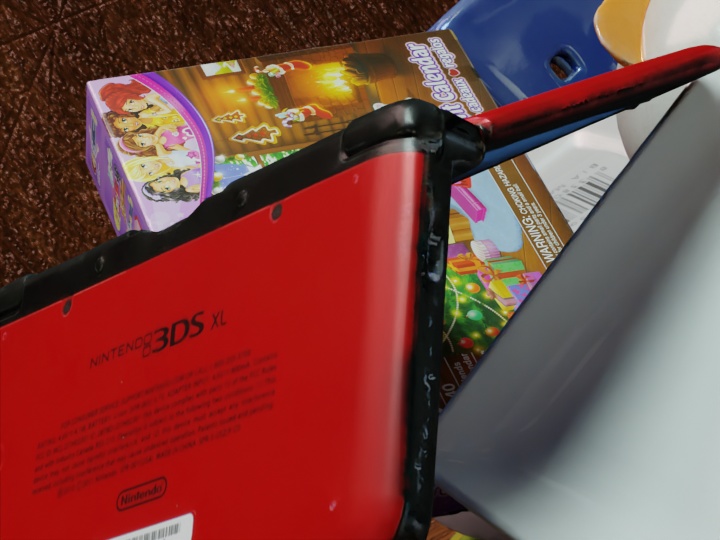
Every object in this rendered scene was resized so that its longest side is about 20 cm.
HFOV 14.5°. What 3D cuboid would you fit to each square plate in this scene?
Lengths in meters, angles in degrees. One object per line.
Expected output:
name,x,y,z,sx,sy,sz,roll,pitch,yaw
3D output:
square plate,0.118,0.006,0.695,0.198,0.028,0.200,-52,29,-1

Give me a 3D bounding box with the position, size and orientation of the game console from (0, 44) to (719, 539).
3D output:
game console,-0.006,0.027,0.767,0.200,0.118,0.173,-23,57,49

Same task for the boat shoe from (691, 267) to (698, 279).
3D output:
boat shoe,0.111,0.050,0.823,0.063,0.073,0.200,-24,-34,-26

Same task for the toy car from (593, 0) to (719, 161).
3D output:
toy car,0.154,-0.047,0.894,0.177,0.200,0.184,-44,3,-41

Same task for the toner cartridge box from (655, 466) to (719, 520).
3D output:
toner cartridge box,0.171,0.029,0.727,0.200,0.043,0.095,-41,-25,19

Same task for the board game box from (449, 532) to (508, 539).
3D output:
board game box,0.098,0.091,1.176,0.200,0.048,0.102,-44,3,-38

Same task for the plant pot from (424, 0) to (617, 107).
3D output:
plant pot,0.124,-0.080,1.358,0.200,0.180,0.200,-43,1,-23

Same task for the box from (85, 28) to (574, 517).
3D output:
box,0.000,0.000,0.930,0.136,0.200,0.039,-10,-47,-17

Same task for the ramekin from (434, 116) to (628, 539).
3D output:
ramekin,0.095,0.010,1.117,0.200,0.098,0.201,-20,23,9
